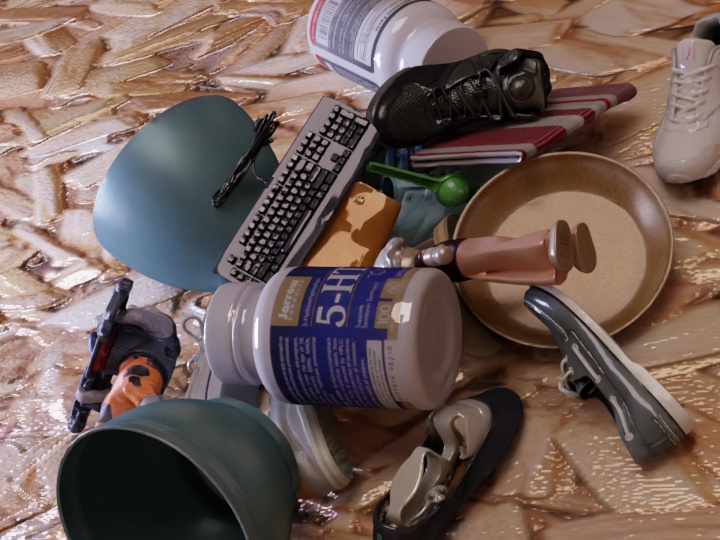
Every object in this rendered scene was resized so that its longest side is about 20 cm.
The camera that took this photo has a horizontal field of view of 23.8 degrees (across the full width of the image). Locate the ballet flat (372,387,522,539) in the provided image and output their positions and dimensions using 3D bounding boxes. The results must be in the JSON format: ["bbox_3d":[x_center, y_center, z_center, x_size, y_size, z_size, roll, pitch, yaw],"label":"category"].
[{"bbox_3d":[0.071,0.159,1.426,0.073,0.073,0.200,13,53,39],"label":"ballet flat"}]

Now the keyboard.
[{"bbox_3d":[-0.078,-0.078,1.608,0.127,0.021,0.200,27,80,27],"label":"keyboard"}]

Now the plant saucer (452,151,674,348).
[{"bbox_3d":[0.183,-0.013,1.541,0.200,0.035,0.200,-6,61,11],"label":"plant saucer"}]

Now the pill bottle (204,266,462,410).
[{"bbox_3d":[-0.025,0.056,1.453,0.200,0.120,0.120,0,46,23],"label":"pill bottle"}]

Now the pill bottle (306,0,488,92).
[{"bbox_3d":[0.041,-0.244,1.850,0.116,0.116,0.200,-40,41,-16],"label":"pill bottle"}]

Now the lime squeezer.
[{"bbox_3d":[0.100,-0.059,1.624,0.200,0.038,0.071,30,44,4],"label":"lime squeezer"}]

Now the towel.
[{"bbox_3d":[0.160,-0.139,1.669,0.144,0.023,0.200,0,23,43],"label":"towel"}]

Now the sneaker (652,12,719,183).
[{"bbox_3d":[0.315,-0.169,1.623,0.078,0.099,0.200,-1,46,29],"label":"sneaker"}]

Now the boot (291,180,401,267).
[{"bbox_3d":[0.000,0.000,1.583,0.201,0.071,0.144,35,91,31],"label":"boot"}]

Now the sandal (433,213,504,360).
[{"bbox_3d":[0.081,0.034,1.577,0.070,0.078,0.212,-46,23,28],"label":"sandal"}]

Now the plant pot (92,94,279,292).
[{"bbox_3d":[-0.147,-0.056,1.709,0.200,0.200,0.135,-40,62,-16],"label":"plant pot"}]

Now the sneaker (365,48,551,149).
[{"bbox_3d":[0.104,-0.171,1.651,0.199,0.076,0.114,-19,10,-29],"label":"sneaker"}]

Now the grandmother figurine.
[{"bbox_3d":[0.094,-0.008,1.472,0.200,0.121,0.061,-8,74,36],"label":"grandmother figurine"}]

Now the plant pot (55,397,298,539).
[{"bbox_3d":[-0.134,0.187,1.431,0.200,0.200,0.134,4,27,33],"label":"plant pot"}]

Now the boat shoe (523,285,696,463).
[{"bbox_3d":[0.192,0.082,1.425,0.062,0.073,0.200,-45,55,2],"label":"boat shoe"}]

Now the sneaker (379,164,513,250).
[{"bbox_3d":[0.064,-0.068,1.668,0.200,0.082,0.074,-34,40,-9],"label":"sneaker"}]

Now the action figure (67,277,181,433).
[{"bbox_3d":[-0.214,0.116,1.599,0.105,0.200,0.194,14,46,-13],"label":"action figure"}]

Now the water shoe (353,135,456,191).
[{"bbox_3d":[0.030,-0.110,1.724,0.200,0.079,0.072,-37,19,-11],"label":"water shoe"}]

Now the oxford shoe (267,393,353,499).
[{"bbox_3d":[-0.059,0.129,1.533,0.058,0.075,0.200,-33,39,11],"label":"oxford shoe"}]

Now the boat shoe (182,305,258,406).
[{"bbox_3d":[-0.133,0.077,1.639,0.086,0.075,0.202,-14,47,31],"label":"boat shoe"}]
